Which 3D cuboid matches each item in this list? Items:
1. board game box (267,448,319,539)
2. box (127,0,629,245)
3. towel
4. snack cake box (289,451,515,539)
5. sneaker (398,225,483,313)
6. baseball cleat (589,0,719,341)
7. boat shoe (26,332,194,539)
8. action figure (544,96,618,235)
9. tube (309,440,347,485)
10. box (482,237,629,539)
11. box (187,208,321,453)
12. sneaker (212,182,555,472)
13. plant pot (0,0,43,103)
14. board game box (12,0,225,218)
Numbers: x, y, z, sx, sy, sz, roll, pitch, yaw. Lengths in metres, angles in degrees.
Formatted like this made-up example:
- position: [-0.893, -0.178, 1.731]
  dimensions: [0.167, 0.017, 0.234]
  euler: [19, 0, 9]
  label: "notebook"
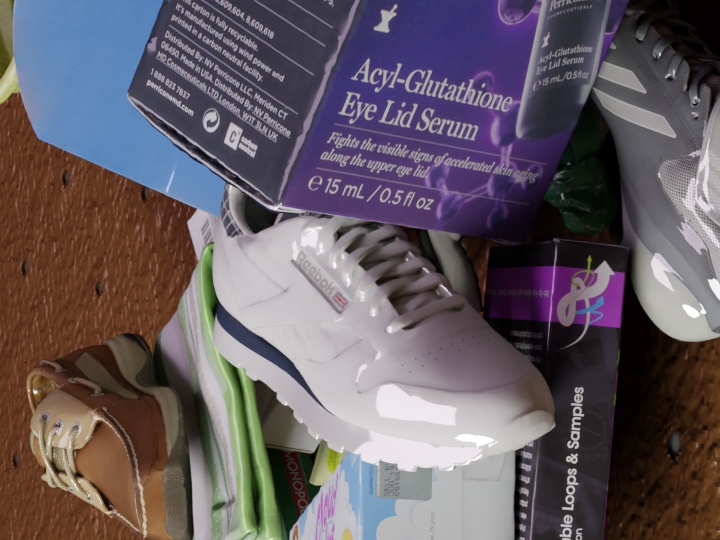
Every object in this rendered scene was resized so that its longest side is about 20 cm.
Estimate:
- position: [-0.045, 0.199, 1.490]
  dimensions: [0.135, 0.029, 0.201]
  euler: [-53, 45, 49]
  label: "board game box"
- position: [0.023, -0.125, 1.102]
  dimensions: [0.104, 0.147, 0.201]
  euler: [36, 111, 40]
  label: "box"
- position: [-0.075, 0.078, 1.411]
  dimensions: [0.200, 0.030, 0.150]
  euler: [121, 138, -74]
  label: "towel"
- position: [0.013, 0.147, 1.203]
  dimensions: [0.200, 0.067, 0.116]
  euler: [121, 151, -71]
  label: "snack cake box"
- position: [0.000, 0.000, 1.247]
  dimensions: [0.077, 0.084, 0.202]
  euler: [159, 102, -69]
  label: "sneaker"
- position: [0.132, -0.076, 1.140]
  dimensions: [0.106, 0.069, 0.201]
  euler: [-33, 70, 50]
  label: "baseball cleat"
- position: [-0.130, 0.090, 1.445]
  dimensions: [0.200, 0.073, 0.076]
  euler: [-134, 39, -70]
  label: "boat shoe"
- position: [0.073, -0.109, 1.251]
  dimensions: [0.118, 0.054, 0.201]
  euler: [-34, 66, 55]
  label: "action figure"
- position: [0.023, 0.082, 1.347]
  dimensions: [0.052, 0.058, 0.200]
  euler: [60, 164, -18]
  label: "tube"
- position: [0.072, 0.089, 1.180]
  dimensions: [0.143, 0.036, 0.202]
  euler: [-179, 95, -82]
  label: "box"
- position: [-0.013, -0.036, 1.389]
  dimensions: [0.201, 0.041, 0.157]
  euler: [-58, 36, 35]
  label: "box"
- position: [0.002, 0.016, 1.130]
  dimensions: [0.200, 0.076, 0.081]
  euler: [26, 121, 47]
  label: "sneaker"
- position: [-0.106, -0.178, 1.448]
  dimensions: [0.200, 0.183, 0.202]
  euler: [-179, 90, -64]
  label: "plant pot"
- position: [-0.060, -0.111, 1.322]
  dimensions: [0.039, 0.199, 0.159]
  euler: [-40, -28, -74]
  label: "board game box"
